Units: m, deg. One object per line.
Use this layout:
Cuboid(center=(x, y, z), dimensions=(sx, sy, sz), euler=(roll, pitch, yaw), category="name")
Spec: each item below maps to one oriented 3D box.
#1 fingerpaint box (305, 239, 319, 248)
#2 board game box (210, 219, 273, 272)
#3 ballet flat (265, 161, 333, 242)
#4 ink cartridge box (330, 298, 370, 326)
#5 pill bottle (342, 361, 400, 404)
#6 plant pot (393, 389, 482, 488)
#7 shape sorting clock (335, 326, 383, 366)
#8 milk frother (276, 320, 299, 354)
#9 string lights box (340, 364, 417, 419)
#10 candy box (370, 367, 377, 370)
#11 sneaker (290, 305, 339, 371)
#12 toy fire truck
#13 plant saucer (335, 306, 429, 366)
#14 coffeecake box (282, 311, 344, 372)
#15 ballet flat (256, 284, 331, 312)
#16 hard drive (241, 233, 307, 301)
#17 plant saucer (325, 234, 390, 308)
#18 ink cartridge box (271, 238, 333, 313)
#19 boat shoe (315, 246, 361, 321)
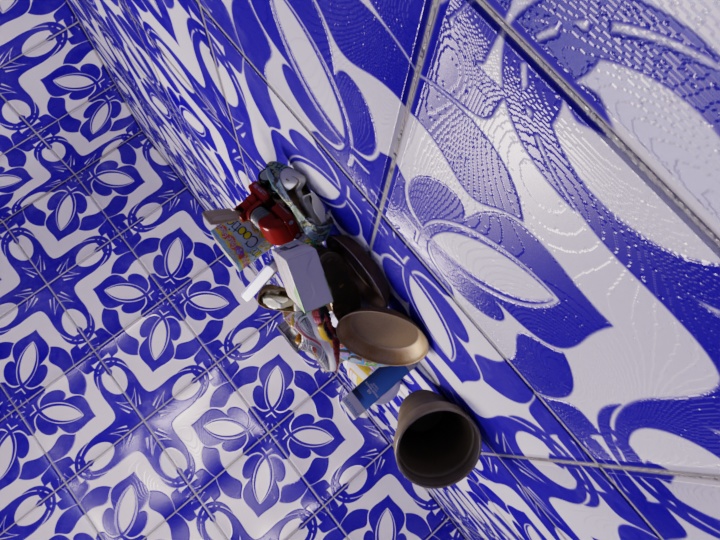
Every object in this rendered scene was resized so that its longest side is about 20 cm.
Cuboid(center=(-0.109, 0.017, 1.509), dimensions=(0.167, 0.073, 0.201), euler=(32, 154, 54), category="fingerpaint box")
Cuboid(center=(-0.262, -0.105, 1.432), dimensions=(0.103, 0.199, 0.105), euler=(50, 167, 7), category="board game box")
Cuboid(center=(-0.117, -0.152, 1.141), dimensions=(0.201, 0.074, 0.074), euler=(54, 167, 4), category="ballet flat")
Cuboid(center=(-0.060, 0.085, 1.355), dimensions=(0.146, 0.083, 0.201), euler=(-28, 102, 34), category="ink cartridge box")
Cuboid(center=(0.027, 0.315, 1.742), dimensions=(0.200, 0.111, 0.112), euler=(34, 158, 54), category="pill bottle")
Cuboid(center=(0.161, 0.370, 1.323), dimensions=(0.201, 0.199, 0.174), euler=(56, -178, -18), category="plant pot")
Cuboid(center=(0.023, 0.172, 1.296), dimensions=(0.201, 0.198, 0.040), euler=(69, -162, -50), category="shape sorting clock")
Cuboid(center=(-0.195, 0.126, 1.831), dimensions=(0.200, 0.188, 0.181), euler=(46, 165, 22), category="milk frother")
Cuboid(center=(0.043, 0.282, 1.409), dimensions=(0.059, 0.200, 0.103), euler=(49, 167, 10), category="string lights box")
Cuboid(center=(-0.015, 0.171, 1.598), dimensions=(0.200, 0.071, 0.168), euler=(30, 154, 57), category="candy box")
Cuboid(center=(-0.092, 0.145, 1.203), dimensions=(0.078, 0.081, 0.201), euler=(-88, -14, -45), category="sneaker")
Cuboid(center=(-0.234, -0.125, 1.284), dimensions=(0.176, 0.200, 0.129), euler=(43, 165, 33), category="toy fire truck")
Cuboid(center=(0.047, 0.132, 1.183), dimensions=(0.198, 0.036, 0.201), euler=(10, 142, 8), category="plant saucer")
Cuboid(center=(-0.127, 0.146, 1.503), dimensions=(0.201, 0.073, 0.154), euler=(56, -178, -24), category="coffeecake box")
Cuboid(center=(-0.152, 0.074, 1.301), dimensions=(0.198, 0.065, 0.071), euler=(3, 111, 23), category="ballet flat")
Cuboid(center=(-0.192, -0.021, 1.332), dimensions=(0.025, 0.200, 0.132), euler=(43, 129, -5), category="hard drive")
Cuboid(center=(0.000, 0.000, 1.185), dimensions=(0.200, 0.034, 0.201), euler=(48, 165, 17), category="plant saucer")
Cuboid(center=(-0.129, 0.005, 1.185), dimensions=(0.200, 0.067, 0.118), euler=(27, 137, 69), category="ink cartridge box")
Cuboid(center=(-0.052, 0.031, 1.233), dimensions=(0.068, 0.072, 0.201), euler=(46, 160, 51), category="boat shoe")
